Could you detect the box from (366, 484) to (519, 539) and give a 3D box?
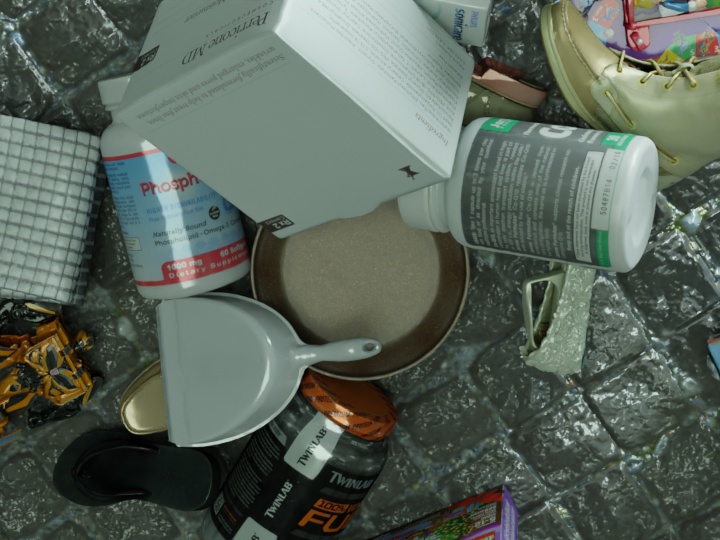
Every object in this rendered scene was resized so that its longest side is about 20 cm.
[{"bbox_3d":[0.052,0.279,1.197,0.200,0.137,0.039,-25,100,12],"label":"box"}]

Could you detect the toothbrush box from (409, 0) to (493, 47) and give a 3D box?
[{"bbox_3d":[0.023,-0.286,1.062,0.200,0.085,0.147,11,79,5],"label":"toothbrush box"}]

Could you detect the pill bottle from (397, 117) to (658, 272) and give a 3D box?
[{"bbox_3d":[0.139,-0.068,1.068,0.200,0.113,0.113,10,106,24],"label":"pill bottle"}]

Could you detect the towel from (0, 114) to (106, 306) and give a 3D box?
[{"bbox_3d":[-0.341,-0.060,1.174,0.200,0.086,0.166,10,89,3],"label":"towel"}]

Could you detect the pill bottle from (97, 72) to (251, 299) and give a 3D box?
[{"bbox_3d":[-0.172,-0.082,1.151,0.109,0.109,0.200,-11,103,10],"label":"pill bottle"}]

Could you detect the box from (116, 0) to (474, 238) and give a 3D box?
[{"bbox_3d":[-0.050,-0.148,1.033,0.199,0.131,0.200,-17,137,41],"label":"box"}]

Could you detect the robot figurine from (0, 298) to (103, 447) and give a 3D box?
[{"bbox_3d":[-0.348,0.109,1.222,0.200,0.058,0.145,-24,119,-3],"label":"robot figurine"}]

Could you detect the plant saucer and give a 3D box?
[{"bbox_3d":[0.000,0.000,1.171,0.200,0.037,0.201,0,91,2],"label":"plant saucer"}]

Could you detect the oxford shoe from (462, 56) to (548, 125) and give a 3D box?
[{"bbox_3d":[0.061,-0.166,1.122,0.200,0.071,0.074,23,111,2],"label":"oxford shoe"}]

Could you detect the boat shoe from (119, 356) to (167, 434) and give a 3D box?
[{"bbox_3d":[-0.151,0.106,1.215,0.200,0.069,0.074,-28,99,13],"label":"boat shoe"}]

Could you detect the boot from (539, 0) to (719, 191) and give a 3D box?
[{"bbox_3d":[0.254,-0.164,1.057,0.155,0.073,0.200,-22,116,35],"label":"boot"}]

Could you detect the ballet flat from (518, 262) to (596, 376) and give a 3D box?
[{"bbox_3d":[0.181,0.001,1.142,0.072,0.072,0.200,7,103,5],"label":"ballet flat"}]

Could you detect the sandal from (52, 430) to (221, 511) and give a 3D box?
[{"bbox_3d":[-0.227,0.192,1.227,0.200,0.048,0.075,-3,79,30],"label":"sandal"}]

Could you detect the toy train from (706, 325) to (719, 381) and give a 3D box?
[{"bbox_3d":[0.401,0.055,1.108,0.200,0.114,0.087,-25,99,12],"label":"toy train"}]

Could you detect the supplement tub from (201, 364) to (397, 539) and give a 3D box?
[{"bbox_3d":[-0.055,0.194,1.198,0.122,0.123,0.200,30,106,-1],"label":"supplement tub"}]

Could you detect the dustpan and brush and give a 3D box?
[{"bbox_3d":[-0.080,0.080,1.139,0.200,0.057,0.140,-10,83,26],"label":"dustpan and brush"}]

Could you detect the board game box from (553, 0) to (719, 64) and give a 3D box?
[{"bbox_3d":[0.267,-0.234,1.091,0.158,0.039,0.200,36,106,-2],"label":"board game box"}]
